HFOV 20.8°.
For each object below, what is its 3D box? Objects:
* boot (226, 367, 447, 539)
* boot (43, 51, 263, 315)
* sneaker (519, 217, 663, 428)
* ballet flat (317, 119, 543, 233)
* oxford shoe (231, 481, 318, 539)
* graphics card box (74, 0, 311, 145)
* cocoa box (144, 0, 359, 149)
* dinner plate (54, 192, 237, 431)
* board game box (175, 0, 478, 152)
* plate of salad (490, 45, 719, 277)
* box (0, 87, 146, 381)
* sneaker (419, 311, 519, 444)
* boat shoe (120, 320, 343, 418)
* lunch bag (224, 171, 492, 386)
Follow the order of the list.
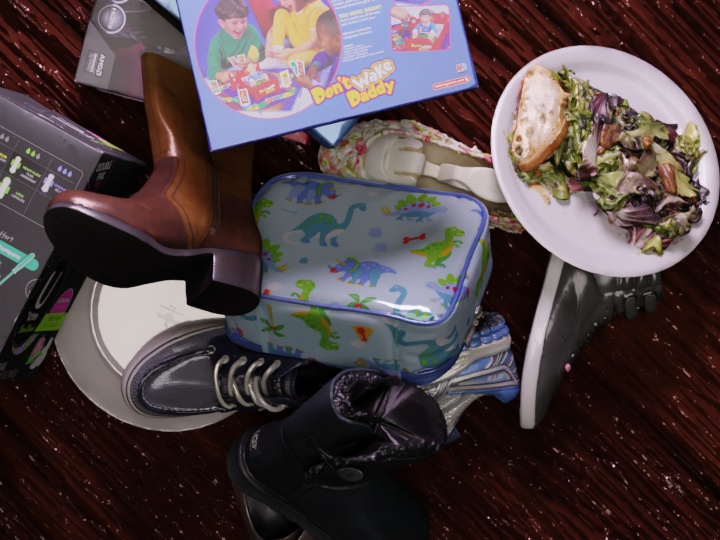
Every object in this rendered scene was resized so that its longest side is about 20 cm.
[{"bbox_3d":[0.016,0.156,1.528,0.199,0.168,0.077,31,52,-26],"label":"boot"},{"bbox_3d":[-0.149,-0.084,1.459,0.187,0.068,0.202,16,54,-29],"label":"boot"},{"bbox_3d":[0.191,0.040,1.598,0.098,0.071,0.202,15,89,3],"label":"sneaker"},{"bbox_3d":[0.064,-0.081,1.591,0.198,0.064,0.076,12,88,-2],"label":"ballet flat"},{"bbox_3d":[-0.057,0.236,1.605,0.071,0.073,0.201,-26,94,1],"label":"oxford shoe"},{"bbox_3d":[-0.121,-0.186,1.587,0.198,0.051,0.127,16,93,-1],"label":"graphics card box"},{"bbox_3d":[-0.058,-0.204,1.497,0.199,0.131,0.134,39,90,-4],"label":"cocoa box"},{"bbox_3d":[-0.157,0.033,1.615,0.198,0.024,0.203,0,95,-1],"label":"dinner plate"},{"bbox_3d":[-0.027,-0.173,1.412,0.198,0.045,0.136,-13,93,-3],"label":"board game box"},{"bbox_3d":[0.200,-0.093,1.568,0.198,0.048,0.202,6,67,-16],"label":"plate of salad"},{"bbox_3d":[-0.278,-0.029,1.539,0.124,0.149,0.201,28,92,6],"label":"box"},{"bbox_3d":[0.041,0.113,1.601,0.198,0.077,0.086,-25,101,2],"label":"sneaker"},{"bbox_3d":[-0.089,0.081,1.564,0.198,0.093,0.075,-17,109,-11],"label":"boat shoe"},{"bbox_3d":[0.000,0.000,1.535,0.198,0.162,0.083,8,136,15],"label":"lunch bag"}]
